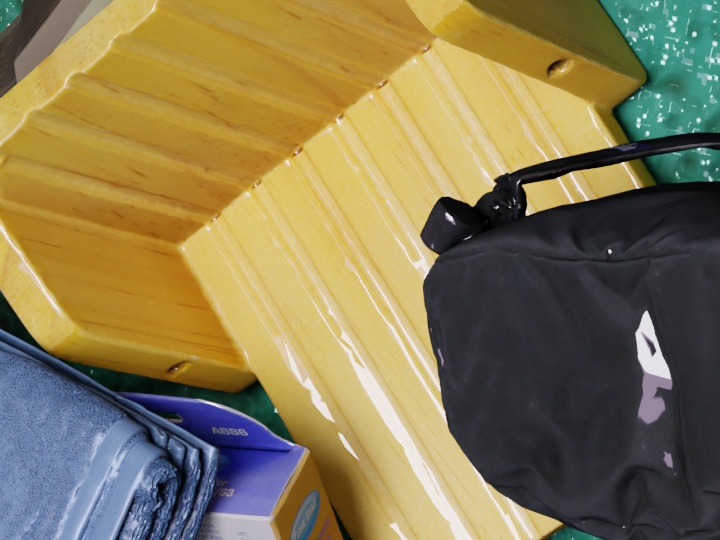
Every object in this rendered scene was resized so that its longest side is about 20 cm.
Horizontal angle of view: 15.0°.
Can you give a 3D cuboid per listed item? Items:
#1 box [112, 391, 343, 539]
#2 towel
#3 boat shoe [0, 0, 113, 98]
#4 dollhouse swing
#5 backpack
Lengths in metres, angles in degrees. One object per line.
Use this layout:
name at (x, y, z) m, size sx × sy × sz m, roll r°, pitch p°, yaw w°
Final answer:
box at (-0.055, 0.128, 0.981) m, size 0.118 × 0.042 × 0.201 m, roll 1°, pitch 132°, yaw 27°
towel at (-0.149, 0.069, 0.933) m, size 0.199 × 0.048 × 0.112 m, roll 26°, pitch 92°, yaw 25°
boat shoe at (-0.115, -0.053, 1.013) m, size 0.068 × 0.072 × 0.200 m, roll 26°, pitch 136°, yaw -22°
dollhouse swing at (0.000, 0.000, 0.926) m, size 0.200 × 0.181 × 0.177 m, roll -36°, pitch 63°, yaw 25°
backpack at (0.135, 0.026, 0.846) m, size 0.166 × 0.199 × 0.128 m, roll 11°, pitch 102°, yaw 44°
